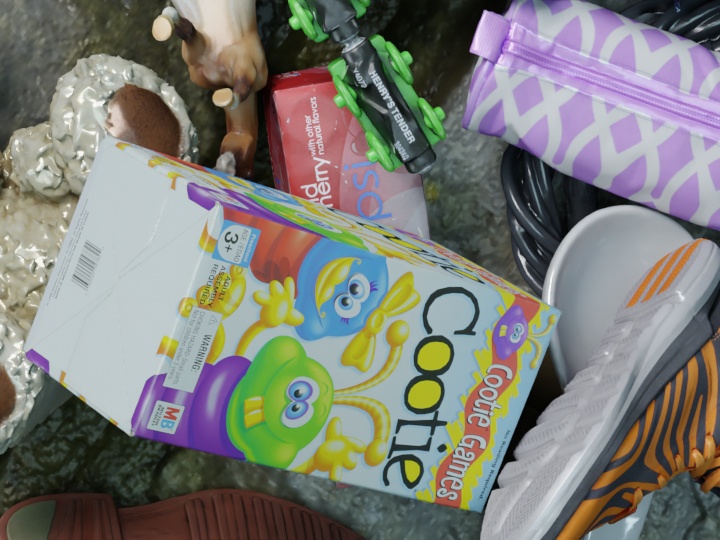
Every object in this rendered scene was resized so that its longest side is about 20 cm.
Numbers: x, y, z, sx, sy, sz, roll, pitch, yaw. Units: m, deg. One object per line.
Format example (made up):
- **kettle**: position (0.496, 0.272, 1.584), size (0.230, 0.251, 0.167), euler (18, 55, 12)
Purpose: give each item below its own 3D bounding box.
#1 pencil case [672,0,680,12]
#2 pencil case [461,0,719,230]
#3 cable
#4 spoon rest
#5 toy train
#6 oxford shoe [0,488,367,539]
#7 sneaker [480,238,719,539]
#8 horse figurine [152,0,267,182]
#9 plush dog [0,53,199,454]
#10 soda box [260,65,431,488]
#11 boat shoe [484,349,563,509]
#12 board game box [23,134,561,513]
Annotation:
- **pencil case**: position (0.213, -0.216, 1.136), size (0.199, 0.094, 0.091), euler (-33, 120, 0)
- **pencil case**: position (0.146, -0.071, 1.116), size (0.198, 0.085, 0.085), euler (18, 94, 2)
- **cable**: position (0.165, -0.058, 1.187), size (0.163, 0.051, 0.201), euler (33, 94, -6)
- **spoon rest**: position (0.120, 0.069, 1.129), size (0.099, 0.061, 0.202), euler (14, 87, -26)
- **toy train**: position (-0.021, -0.133, 1.076), size (0.042, 0.056, 0.201), euler (-31, 102, -1)
- **oxford shoe**: position (-0.087, 0.158, 1.188), size (0.198, 0.071, 0.074), euler (6, 125, -9)
- **sneaker**: position (0.143, 0.087, 1.069), size (0.112, 0.077, 0.200), euler (46, 63, -11)
- **horse figurine**: position (-0.078, -0.141, 1.106), size (0.050, 0.133, 0.202), euler (-16, 87, 9)
- **plush dog**: position (-0.184, -0.021, 1.111), size (0.171, 0.161, 0.201), euler (31, 82, 6)
- **soda box**: position (0.000, 0.000, 1.161), size (0.069, 0.063, 0.202), euler (-10, 101, -7)
- **boat shoe**: position (0.105, 0.127, 1.202), size (0.066, 0.074, 0.202), euler (7, 95, -28)
- **board game box**: position (-0.028, 0.027, 1.036), size (0.199, 0.103, 0.106), euler (16, 98, -39)
